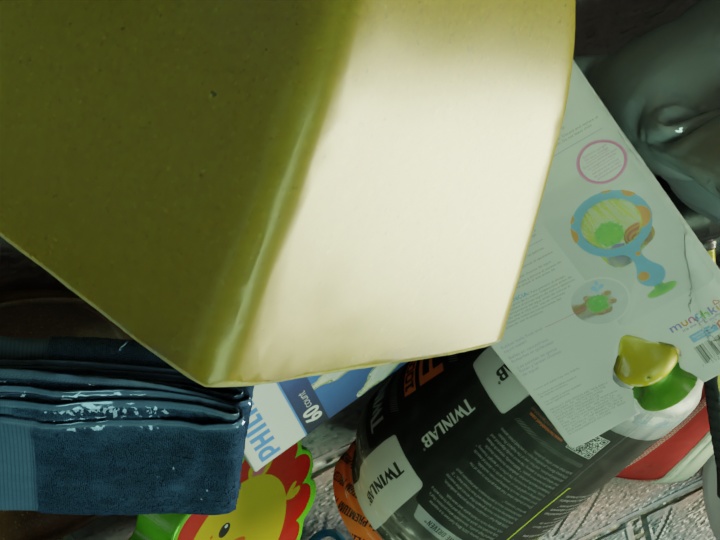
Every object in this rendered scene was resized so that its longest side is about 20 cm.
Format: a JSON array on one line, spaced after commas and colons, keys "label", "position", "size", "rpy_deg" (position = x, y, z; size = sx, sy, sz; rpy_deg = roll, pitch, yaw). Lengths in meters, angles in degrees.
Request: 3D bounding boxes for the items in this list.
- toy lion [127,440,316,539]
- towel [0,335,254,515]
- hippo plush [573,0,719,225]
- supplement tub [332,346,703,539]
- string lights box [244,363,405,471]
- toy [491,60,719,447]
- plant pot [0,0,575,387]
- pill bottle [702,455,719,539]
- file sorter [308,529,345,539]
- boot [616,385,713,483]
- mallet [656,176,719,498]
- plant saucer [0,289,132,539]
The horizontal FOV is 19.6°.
[{"label": "toy lion", "position": [-0.096, 0.180, 1.153], "size": [0.192, 0.068, 0.201], "rpy_deg": [-38, 146, -39]}, {"label": "towel", "position": [-0.148, 0.076, 0.958], "size": [0.199, 0.049, 0.112], "rpy_deg": [2, 142, -7]}, {"label": "hippo plush", "position": [0.199, -0.106, 1.008], "size": [0.161, 0.199, 0.159], "rpy_deg": [-61, 150, 1]}, {"label": "supplement tub", "position": [0.081, 0.081, 1.139], "size": [0.122, 0.123, 0.200], "rpy_deg": [14, 133, -41]}, {"label": "string lights box", "position": [0.000, 0.000, 1.033], "size": [0.200, 0.059, 0.103], "rpy_deg": [-36, 143, -7]}, {"label": "toy", "position": [0.098, -0.014, 0.990], "size": [0.115, 0.047, 0.200], "rpy_deg": [-29, 118, 19]}, {"label": "plant pot", "position": [-0.029, -0.096, 0.804], "size": [0.195, 0.194, 0.201], "rpy_deg": [-4, 123, -54]}, {"label": "pill bottle", "position": [0.336, 0.136, 1.379], "size": [0.199, 0.106, 0.107], "rpy_deg": [-8, 138, -24]}, {"label": "file sorter", "position": [0.004, 0.243, 1.286], "size": [0.199, 0.123, 0.139], "rpy_deg": [12, 127, -40]}, {"label": "boot", "position": [0.170, 0.057, 1.220], "size": [0.144, 0.073, 0.200], "rpy_deg": [3, 136, -31]}, {"label": "mallet", "position": [0.188, 0.038, 1.164], "size": [0.065, 0.041, 0.201], "rpy_deg": [-7, 108, -11]}, {"label": "plant saucer", "position": [-0.185, 0.073, 1.049], "size": [0.199, 0.037, 0.201], "rpy_deg": [-17, 140, -14]}]
